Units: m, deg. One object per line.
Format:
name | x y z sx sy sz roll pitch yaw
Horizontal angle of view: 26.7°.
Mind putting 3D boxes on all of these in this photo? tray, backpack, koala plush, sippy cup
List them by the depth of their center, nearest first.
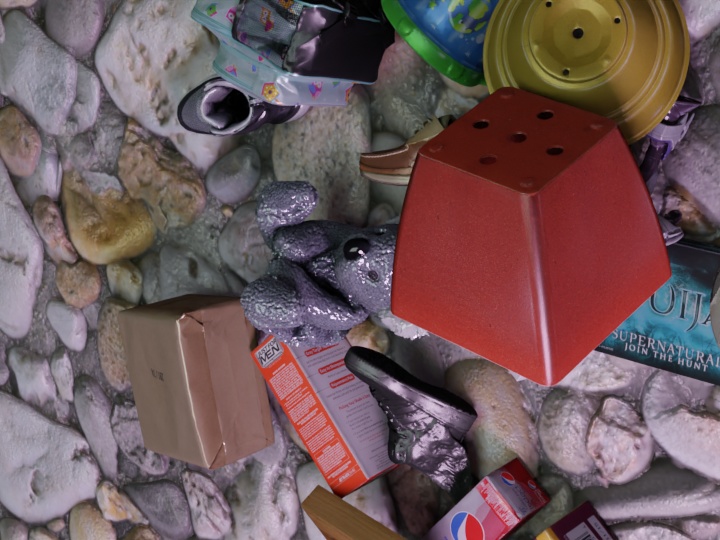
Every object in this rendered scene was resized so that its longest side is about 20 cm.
sippy cup | 0.111 -0.280 1.538 0.130 0.177 0.140 -47 45 23
backpack | -0.083 -0.269 1.650 0.200 0.175 0.154 40 118 26
koala plush | 0.000 0.000 1.673 0.198 0.184 0.179 -8 61 26
tray | 0.022 0.316 1.684 0.199 0.037 0.099 24 153 49

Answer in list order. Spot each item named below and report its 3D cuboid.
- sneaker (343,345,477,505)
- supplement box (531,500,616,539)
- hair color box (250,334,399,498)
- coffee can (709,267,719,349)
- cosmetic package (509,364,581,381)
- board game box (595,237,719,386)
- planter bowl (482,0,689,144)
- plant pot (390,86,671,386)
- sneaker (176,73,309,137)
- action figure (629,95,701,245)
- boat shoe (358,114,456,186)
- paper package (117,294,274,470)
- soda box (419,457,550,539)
sneaker | 0.052 0.173 1.698 0.198 0.060 0.105 28 105 -10
supplement box | 0.203 0.368 1.645 0.131 0.103 0.200 52 125 14
hair color box | -0.032 0.155 1.765 0.061 0.101 0.201 -39 77 37
coffee can | 0.414 0.018 1.339 0.145 0.199 0.148 10 107 34
cosmetic package | 0.154 0.010 1.563 0.201 0.112 0.081 54 130 29
board game box | 0.317 0.034 1.522 0.198 0.028 0.137 15 111 33
planter bowl | 0.207 -0.213 1.419 0.198 0.083 0.203 -1 85 13
plant pot | 0.151 -0.049 1.388 0.199 0.200 0.178 24 138 37
sneaker | -0.163 -0.193 1.764 0.198 0.113 0.076 -6 98 37
action figure | 0.265 -0.080 1.494 0.129 0.069 0.202 25 110 27
boat shoe | 0.093 -0.130 1.625 0.198 0.075 0.075 0 97 28
paper package | -0.200 0.130 1.839 0.199 0.103 0.193 3 104 60
soda box | 0.121 0.299 1.707 0.064 0.070 0.200 51 126 15
